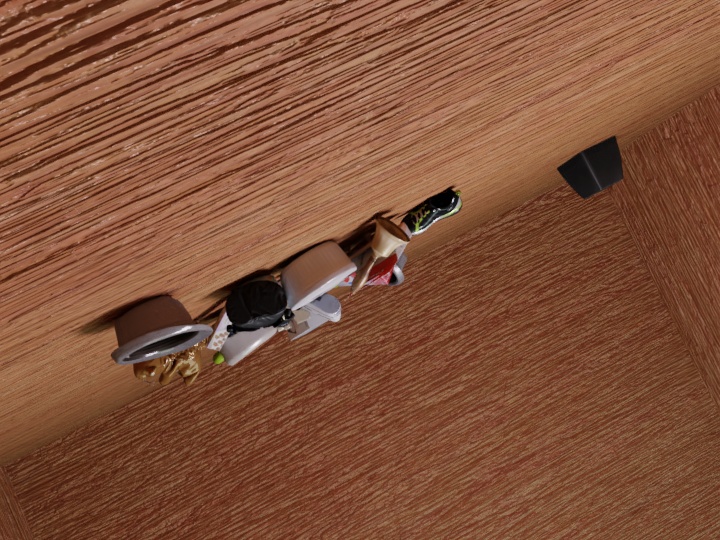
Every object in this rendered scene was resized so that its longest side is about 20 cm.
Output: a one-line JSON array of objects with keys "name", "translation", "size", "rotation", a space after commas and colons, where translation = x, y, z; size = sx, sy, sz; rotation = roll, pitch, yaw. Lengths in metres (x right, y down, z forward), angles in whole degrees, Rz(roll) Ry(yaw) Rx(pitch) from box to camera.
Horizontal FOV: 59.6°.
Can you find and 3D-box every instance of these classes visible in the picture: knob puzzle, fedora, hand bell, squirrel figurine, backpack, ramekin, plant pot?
[{"name": "knob puzzle", "translation": [-0.001, -0.075, 1.765], "size": [0.217, 0.031, 0.220], "rotation": [-36, -174, 4]}, {"name": "fedora", "translation": [0.070, -0.039, 1.953], "size": [0.091, 0.177, 0.199], "rotation": [-53, -157, -20]}, {"name": "hand bell", "translation": [0.031, -0.023, 1.589], "size": [0.202, 0.104, 0.104], "rotation": [-57, 164, 19]}, {"name": "squirrel figurine", "translation": [-0.513, 0.219, 1.688], "size": [0.200, 0.143, 0.185], "rotation": [-44, 158, 23]}, {"name": "backpack", "translation": [-0.245, 0.083, 1.543], "size": [0.162, 0.130, 0.200], "rotation": [-10, 174, -4]}, {"name": "ramekin", "translation": [-0.114, 0.008, 1.584], "size": [0.200, 0.095, 0.202], "rotation": [-33, 175, -3]}, {"name": "fedora", "translation": [-0.393, 0.109, 1.215], "size": [0.197, 0.092, 0.176], "rotation": [-12, 165, -47]}, {"name": "plant pot", "translation": [0.999, -0.425, 2.689], "size": [0.196, 0.181, 0.199], "rotation": [-23, 174, -18]}]

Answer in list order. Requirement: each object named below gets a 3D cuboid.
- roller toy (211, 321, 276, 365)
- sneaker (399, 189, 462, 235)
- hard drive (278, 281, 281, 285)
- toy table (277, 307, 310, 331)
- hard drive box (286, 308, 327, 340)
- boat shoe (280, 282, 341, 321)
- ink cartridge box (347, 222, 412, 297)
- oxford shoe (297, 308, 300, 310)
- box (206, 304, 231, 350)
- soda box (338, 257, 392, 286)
[{"name": "roller toy", "translation": [-0.347, 0.171, 1.844], "size": [0.181, 0.141, 0.199], "rotation": [-36, 179, 38]}, {"name": "sneaker", "translation": [0.189, -0.171, 1.739], "size": [0.197, 0.073, 0.083], "rotation": [-29, 151, 9]}, {"name": "hard drive", "translation": [-0.179, 0.031, 1.879], "size": [0.130, 0.027, 0.199], "rotation": [-31, 171, 15]}, {"name": "toy table", "translation": [-0.259, 0.132, 1.985], "size": [0.181, 0.120, 0.200], "rotation": [-25, 175, 12]}, {"name": "hard drive box", "translation": [-0.204, 0.133, 2.130], "size": [0.076, 0.159, 0.199], "rotation": [-21, 172, -31]}, {"name": "boat shoe", "translation": [-0.137, 0.079, 1.710], "size": [0.074, 0.198, 0.066], "rotation": [-44, 154, -25]}, {"name": "ink cartridge box", "translation": [0.041, -0.030, 1.676], "size": [0.161, 0.050, 0.201], "rotation": [-31, -166, 37]}, {"name": "oxford shoe", "translation": [-0.133, 0.051, 1.777], "size": [0.072, 0.086, 0.199], "rotation": [-14, 162, -45]}, {"name": "box", "translation": [-0.364, 0.144, 1.680], "size": [0.038, 0.042, 0.201], "rotation": [15, 137, -21]}, {"name": "soda box", "translation": [0.000, 0.000, 1.859], "size": [0.197, 0.070, 0.064], "rotation": [-3, -128, 41]}]
